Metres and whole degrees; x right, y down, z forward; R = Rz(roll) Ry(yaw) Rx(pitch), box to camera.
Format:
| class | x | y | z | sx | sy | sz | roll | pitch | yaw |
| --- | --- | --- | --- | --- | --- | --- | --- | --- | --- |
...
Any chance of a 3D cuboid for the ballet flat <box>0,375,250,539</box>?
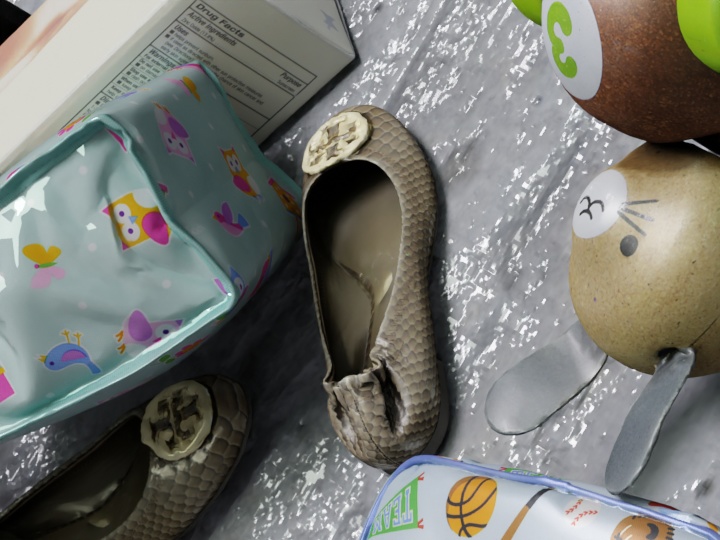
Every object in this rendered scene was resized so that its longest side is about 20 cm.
| class | x | y | z | sx | sy | sz | roll | pitch | yaw |
| --- | --- | --- | --- | --- | --- | --- | --- | --- | --- |
| ballet flat | -0.129 | 0.109 | 1.202 | 0.200 | 0.046 | 0.067 | -36 | 42 | 28 |

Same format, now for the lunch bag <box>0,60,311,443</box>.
| class | x | y | z | sx | sy | sz | roll | pitch | yaw |
| --- | --- | --- | --- | --- | --- | --- | --- | --- | --- |
| lunch bag | -0.139 | 0.006 | 1.173 | 0.200 | 0.122 | 0.170 | -34 | 4 | 18 |

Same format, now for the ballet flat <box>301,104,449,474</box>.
| class | x | y | z | sx | sy | sz | roll | pitch | yaw |
| --- | --- | --- | --- | --- | --- | --- | --- | --- | --- |
| ballet flat | 0.000 | 0.000 | 1.142 | 0.067 | 0.046 | 0.200 | -32 | 45 | 30 |

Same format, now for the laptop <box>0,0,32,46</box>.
| class | x | y | z | sx | sy | sz | roll | pitch | yaw |
| --- | --- | --- | --- | --- | --- | --- | --- | --- | --- |
| laptop | -0.243 | -0.113 | 1.384 | 0.200 | 0.177 | 0.103 | -35 | 44 | 29 |

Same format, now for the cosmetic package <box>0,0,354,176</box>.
| class | x | y | z | sx | sy | sz | roll | pitch | yaw |
| --- | --- | --- | --- | --- | --- | --- | --- | --- | --- |
| cosmetic package | -0.112 | -0.090 | 1.283 | 0.200 | 0.103 | 0.087 | -39 | 40 | 22 |

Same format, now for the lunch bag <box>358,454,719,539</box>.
| class | x | y | z | sx | sy | sz | roll | pitch | yaw |
| --- | --- | --- | --- | --- | --- | --- | --- | --- | --- |
| lunch bag | 0.062 | 0.157 | 0.948 | 0.200 | 0.076 | 0.160 | 9 | 75 | 50 |

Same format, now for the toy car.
| class | x | y | z | sx | sy | sz | roll | pitch | yaw |
| --- | --- | --- | --- | --- | --- | --- | --- | --- | --- |
| toy car | 0.108 | -0.022 | 0.950 | 0.200 | 0.158 | 0.164 | -63 | 26 | 0 |
